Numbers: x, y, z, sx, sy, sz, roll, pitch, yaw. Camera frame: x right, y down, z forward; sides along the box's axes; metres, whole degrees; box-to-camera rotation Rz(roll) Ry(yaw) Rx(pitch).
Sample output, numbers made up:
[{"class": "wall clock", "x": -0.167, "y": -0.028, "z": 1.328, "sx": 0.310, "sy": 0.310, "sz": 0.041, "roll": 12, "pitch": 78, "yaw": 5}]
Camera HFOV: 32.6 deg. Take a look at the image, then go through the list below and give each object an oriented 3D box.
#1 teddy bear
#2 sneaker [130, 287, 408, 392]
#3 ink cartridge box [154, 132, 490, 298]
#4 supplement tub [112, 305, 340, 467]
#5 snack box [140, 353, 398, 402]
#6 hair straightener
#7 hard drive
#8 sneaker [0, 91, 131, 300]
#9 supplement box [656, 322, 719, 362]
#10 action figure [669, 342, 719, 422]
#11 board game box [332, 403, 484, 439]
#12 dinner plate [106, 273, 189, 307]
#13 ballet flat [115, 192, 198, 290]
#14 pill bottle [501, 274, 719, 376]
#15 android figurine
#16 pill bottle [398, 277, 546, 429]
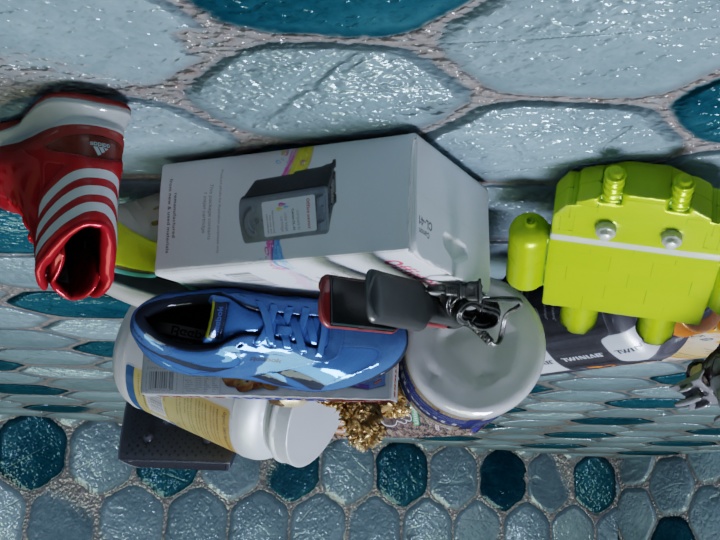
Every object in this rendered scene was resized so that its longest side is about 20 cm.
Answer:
[{"class": "teddy bear", "x": -0.025, "y": 0.089, "z": 1.049, "sx": 0.067, "sy": 0.145, "sz": 0.200, "roll": -35, "pitch": 176, "yaw": 18}, {"class": "sneaker", "x": -0.065, "y": 0.047, "z": 0.878, "sx": 0.199, "sy": 0.066, "sz": 0.078, "roll": 3, "pitch": 166, "yaw": 3}, {"class": "ink cartridge box", "x": -0.024, "y": -0.029, "z": 0.874, "sx": 0.199, "sy": 0.086, "sz": 0.147, "roll": -5, "pitch": 166, "yaw": 25}, {"class": "supplement tub", "x": -0.122, "y": 0.096, "z": 1.190, "sx": 0.199, "sy": 0.145, "sz": 0.145, "roll": 20, "pitch": 176, "yaw": 23}, {"class": "snack box", "x": -0.070, "y": 0.062, "z": 0.943, "sx": 0.199, "sy": 0.072, "sz": 0.024, "roll": 0, "pitch": 169, "yaw": 12}, {"class": "hair straightener", "x": 0.057, "y": 0.030, "z": 0.838, "sx": 0.077, "sy": 0.041, "sz": 0.200, "roll": -7, "pitch": 164, "yaw": 34}, {"class": "hard drive", "x": -0.173, "y": 0.119, "z": 1.301, "sx": 0.134, "sy": 0.201, "sz": 0.042, "roll": 0, "pitch": 145, "yaw": 12}, {"class": "sneaker", "x": -0.207, "y": -0.035, "z": 0.795, "sx": 0.078, "sy": 0.116, "sz": 0.200, "roll": 7, "pitch": 166, "yaw": -25}, {"class": "supplement box", "x": 0.291, "y": 0.044, "z": 1.192, "sx": 0.126, "sy": 0.074, "sz": 0.199, "roll": 13, "pitch": 164, "yaw": -39}, {"class": "action figure", "x": 0.306, "y": 0.044, "z": 0.936, "sx": 0.130, "sy": 0.200, "sz": 0.069, "roll": -22, "pitch": 117, "yaw": 45}, {"class": "board game box", "x": 0.061, "y": 0.118, "z": 1.385, "sx": 0.199, "sy": 0.097, "sz": 0.159, "roll": -6, "pitch": -171, "yaw": 31}, {"class": "dinner plate", "x": -0.168, "y": 0.018, "z": 1.077, "sx": 0.199, "sy": 0.024, "sz": 0.200, "roll": 18, "pitch": -176, "yaw": -1}, {"class": "ballet flat", "x": -0.146, "y": -0.022, "z": 0.956, "sx": 0.199, "sy": 0.067, "sz": 0.067, "roll": 22, "pitch": -166, "yaw": -38}, {"class": "pill bottle", "x": 0.216, "y": 0.031, "z": 1.070, "sx": 0.106, "sy": 0.107, "sz": 0.200, "roll": 10, "pitch": 165, "yaw": -34}, {"class": "android figurine", "x": 0.197, "y": -0.011, "z": 0.894, "sx": 0.181, "sy": 0.041, "sz": 0.200, "roll": 9, "pitch": 148, "yaw": 8}, {"class": "pill bottle", "x": 0.087, "y": 0.075, "z": 1.032, "sx": 0.110, "sy": 0.112, "sz": 0.200, "roll": 2, "pitch": 169, "yaw": 0}]
